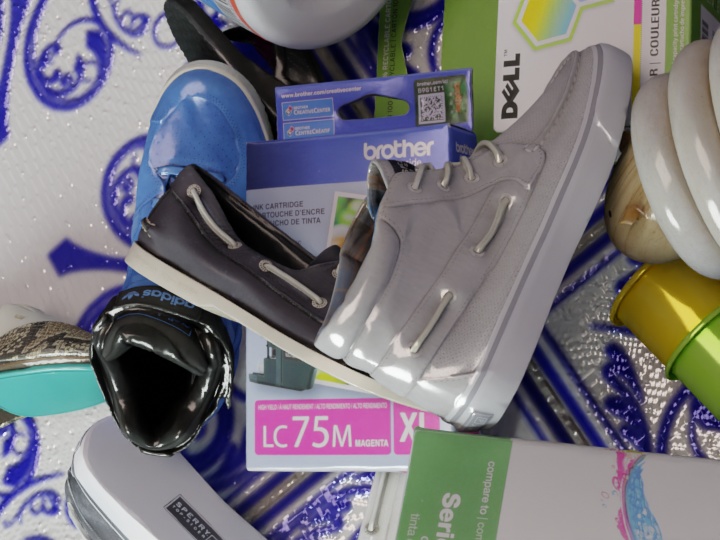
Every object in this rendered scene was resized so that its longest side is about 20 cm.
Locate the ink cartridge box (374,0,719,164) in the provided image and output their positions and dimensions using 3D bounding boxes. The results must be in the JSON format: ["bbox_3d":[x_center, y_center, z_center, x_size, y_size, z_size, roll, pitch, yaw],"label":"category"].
[{"bbox_3d":[0.085,-0.132,1.008,0.198,0.076,0.149,-2,80,26],"label":"ink cartridge box"}]

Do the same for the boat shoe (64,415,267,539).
[{"bbox_3d":[-0.089,0.170,1.050,0.200,0.072,0.068,45,136,13],"label":"boat shoe"}]

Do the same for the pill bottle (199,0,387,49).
[{"bbox_3d":[-0.071,-0.202,1.064,0.200,0.112,0.113,36,98,46],"label":"pill bottle"}]

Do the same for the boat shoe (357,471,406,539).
[{"bbox_3d":[0.003,0.175,0.993,0.085,0.074,0.204,12,82,28],"label":"boat shoe"}]

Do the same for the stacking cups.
[{"bbox_3d":[0.206,0.071,0.924,0.061,0.060,0.200,-48,68,11],"label":"stacking cups"}]

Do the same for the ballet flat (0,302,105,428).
[{"bbox_3d":[-0.216,0.062,1.138,0.199,0.068,0.076,-25,54,23],"label":"ballet flat"}]

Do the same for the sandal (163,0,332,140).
[{"bbox_3d":[-0.032,-0.087,1.073,0.048,0.076,0.200,-40,67,-17],"label":"sandal"}]

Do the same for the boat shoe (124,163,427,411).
[{"bbox_3d":[-0.019,0.010,0.929,0.199,0.073,0.063,26,91,21],"label":"boat shoe"}]

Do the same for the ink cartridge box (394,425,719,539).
[{"bbox_3d":[0.122,0.145,0.867,0.198,0.146,0.088,3,60,14],"label":"ink cartridge box"}]

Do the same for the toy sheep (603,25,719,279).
[{"bbox_3d":[0.195,-0.054,0.864,0.199,0.138,0.139,-25,70,26],"label":"toy sheep"}]

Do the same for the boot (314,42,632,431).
[{"bbox_3d":[0.051,-0.034,0.880,0.095,0.074,0.201,26,65,-7],"label":"boot"}]

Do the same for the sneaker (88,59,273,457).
[{"bbox_3d":[-0.091,-0.002,1.019,0.076,0.111,0.202,11,109,3],"label":"sneaker"}]

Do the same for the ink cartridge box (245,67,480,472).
[{"bbox_3d":[0.000,0.000,0.983,0.118,0.042,0.202,-3,83,27],"label":"ink cartridge box"}]
